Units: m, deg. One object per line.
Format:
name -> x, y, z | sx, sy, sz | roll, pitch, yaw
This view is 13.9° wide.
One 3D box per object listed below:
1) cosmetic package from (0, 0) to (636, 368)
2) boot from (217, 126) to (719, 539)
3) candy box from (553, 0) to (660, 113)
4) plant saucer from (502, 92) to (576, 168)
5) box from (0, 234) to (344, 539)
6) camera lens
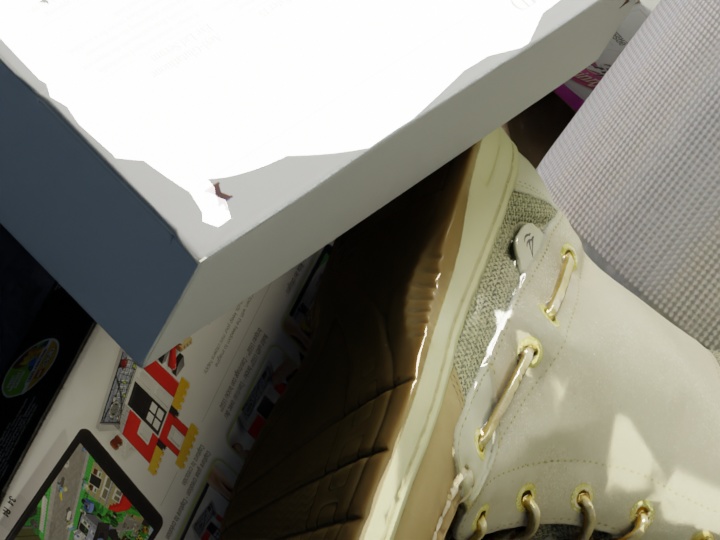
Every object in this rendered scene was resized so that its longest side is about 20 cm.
cosmetic package -> -0.035, -0.082, 0.774 | 0.151, 0.052, 0.200 | 44, 47, 13
boot -> 0.047, 0.070, 0.804 | 0.155, 0.072, 0.200 | 41, 46, -23
candy box -> 0.109, -0.148, 1.104 | 0.136, 0.061, 0.200 | 37, 48, -49
plant saucer -> 0.086, -0.061, 1.118 | 0.200, 0.029, 0.201 | 30, 54, -53
box -> -0.042, 0.043, 0.804 | 0.110, 0.035, 0.200 | 47, 48, -25
camera lens -> 0.136, -0.006, 0.965 | 0.160, 0.200, 0.160 | 34, 14, -10
